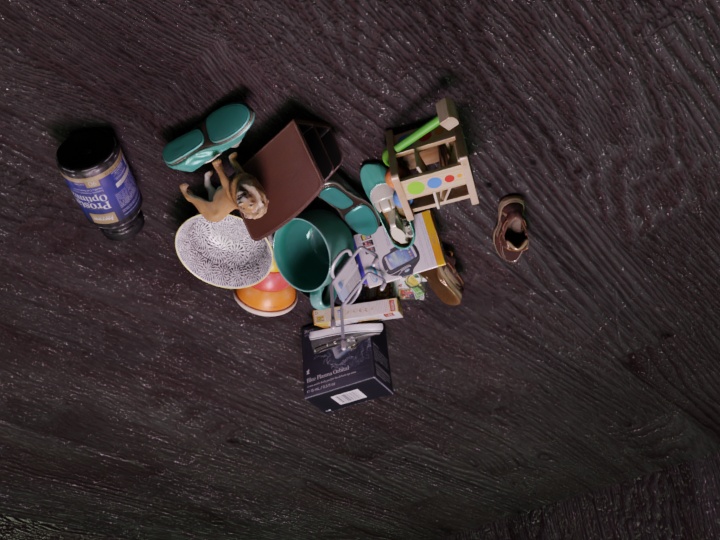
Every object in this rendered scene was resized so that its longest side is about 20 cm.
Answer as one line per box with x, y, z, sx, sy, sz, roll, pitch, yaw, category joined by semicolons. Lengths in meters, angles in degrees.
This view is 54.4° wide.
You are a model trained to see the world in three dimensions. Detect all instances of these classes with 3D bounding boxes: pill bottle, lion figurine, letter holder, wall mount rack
-0.468;-0.150;1.288;0.110;0.113;0.201;-5;143;1;pill bottle
-0.244;-0.131;1.264;0.072;0.124;0.199;-30;-174;-40;lion figurine
-0.126;-0.155;1.270;0.199;0.143;0.100;-34;164;33;letter holder
-0.020;0.052;1.397;0.074;0.174;0.200;30;162;22;wall mount rack

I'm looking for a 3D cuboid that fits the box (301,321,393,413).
-0.037;0.225;1.753;0.195;0.202;0.118;-20;143;19;box

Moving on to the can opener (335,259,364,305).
0.000;0.000;1.559;0.063;0.079;0.200;40;111;2;can opener

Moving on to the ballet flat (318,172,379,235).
-0.023;-0.141;1.391;0.067;0.064;0.200;-25;144;21;ballet flat

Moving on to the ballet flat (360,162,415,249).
0.061;-0.121;1.379;0.067;0.071;0.201;-23;124;11;ballet flat

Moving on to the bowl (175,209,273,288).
-0.266;-0.068;1.420;0.198;0.095;0.202;3;135;3;bowl

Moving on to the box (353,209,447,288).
0.074;-0.042;1.488;0.198;0.121;0.041;-17;-179;18;box

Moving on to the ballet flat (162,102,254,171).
-0.256;-0.234;1.239;0.198;0.068;0.070;-24;164;21;ballet flat

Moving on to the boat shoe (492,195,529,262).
0.328;-0.071;1.511;0.071;0.073;0.201;-6;143;2;boat shoe

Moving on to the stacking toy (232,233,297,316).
-0.192;-0.016;1.510;0.144;0.147;0.202;6;124;-14;stacking toy

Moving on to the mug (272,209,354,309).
-0.091;-0.034;1.441;0.151;0.114;0.187;31;123;22;mug

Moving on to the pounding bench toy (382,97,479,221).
0.112;-0.210;1.261;0.154;0.125;0.201;-13;142;12;pounding bench toy

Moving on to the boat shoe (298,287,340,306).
-0.091;0.051;1.631;0.073;0.064;0.201;-24;145;14;boat shoe

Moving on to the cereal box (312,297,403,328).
-0.003;0.101;1.643;0.197;0.040;0.144;-8;171;7;cereal box

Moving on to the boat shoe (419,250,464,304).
0.177;-0.014;1.570;0.072;0.072;0.200;-5;132;49;boat shoe

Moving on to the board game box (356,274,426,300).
0.056;0.024;1.627;0.197;0.024;0.106;-1;123;-5;board game box

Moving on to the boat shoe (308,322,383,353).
-0.033;0.161;1.676;0.198;0.057;0.068;-11;174;28;boat shoe
